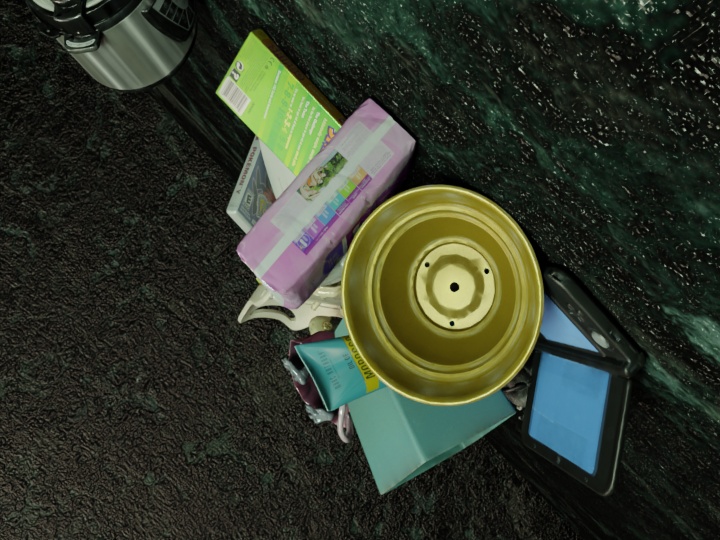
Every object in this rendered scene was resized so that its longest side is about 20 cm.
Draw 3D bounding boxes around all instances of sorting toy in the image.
[{"bbox_3d":[-0.108,0.044,1.069,0.196,0.180,0.109,11,-129,-38],"label":"sorting toy"}]

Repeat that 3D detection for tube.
[{"bbox_3d":[0.032,0.088,0.698,0.078,0.195,0.051,52,140,36],"label":"tube"}]

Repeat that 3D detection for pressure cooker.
[{"bbox_3d":[-0.305,-0.334,0.797,0.176,0.179,0.200,44,175,19],"label":"pressure cooker"}]

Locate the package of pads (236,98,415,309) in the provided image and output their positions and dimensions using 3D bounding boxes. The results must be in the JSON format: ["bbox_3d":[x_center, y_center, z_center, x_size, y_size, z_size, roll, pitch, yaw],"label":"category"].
[{"bbox_3d":[-0.032,-0.059,0.663,0.075,0.201,0.121,40,172,4],"label":"package of pads"}]

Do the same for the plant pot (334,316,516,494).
[{"bbox_3d":[0.056,0.130,0.804,0.204,0.138,0.142,61,149,19],"label":"plant pot"}]

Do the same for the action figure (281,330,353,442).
[{"bbox_3d":[-0.006,0.106,0.914,0.147,0.198,0.137,29,138,39],"label":"action figure"}]

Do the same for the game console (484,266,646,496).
[{"bbox_3d":[0.180,0.096,0.670,0.176,0.117,0.200,45,173,-7],"label":"game console"}]

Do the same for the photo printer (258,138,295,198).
[{"bbox_3d":[-0.077,-0.128,0.925,0.199,0.068,0.171,35,145,59],"label":"photo printer"}]

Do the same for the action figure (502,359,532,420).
[{"bbox_3d":[0.219,0.171,0.973,0.198,0.100,0.122,-29,78,45],"label":"action figure"}]

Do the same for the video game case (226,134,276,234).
[{"bbox_3d":[-0.126,-0.120,1.054,0.022,0.187,0.201,7,156,25],"label":"video game case"}]

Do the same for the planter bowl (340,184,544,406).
[{"bbox_3d":[0.085,0.020,0.655,0.200,0.202,0.083,42,-161,13],"label":"planter bowl"}]

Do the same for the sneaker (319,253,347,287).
[{"bbox_3d":[-0.070,-0.033,0.798,0.199,0.080,0.077,33,146,58],"label":"sneaker"}]

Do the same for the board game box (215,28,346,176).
[{"bbox_3d":[-0.074,-0.170,0.775,0.200,0.095,0.030,47,-142,-2],"label":"board game box"}]

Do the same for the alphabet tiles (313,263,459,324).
[{"bbox_3d":[0.042,0.011,0.800,0.193,0.015,0.197,4,-157,5],"label":"alphabet tiles"}]

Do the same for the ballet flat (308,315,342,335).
[{"bbox_3d":[0.010,0.120,1.015,0.196,0.067,0.057,29,143,3],"label":"ballet flat"}]
